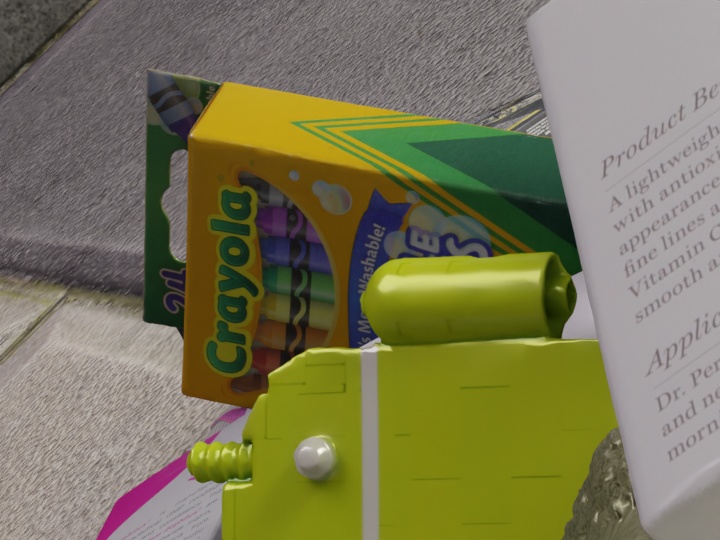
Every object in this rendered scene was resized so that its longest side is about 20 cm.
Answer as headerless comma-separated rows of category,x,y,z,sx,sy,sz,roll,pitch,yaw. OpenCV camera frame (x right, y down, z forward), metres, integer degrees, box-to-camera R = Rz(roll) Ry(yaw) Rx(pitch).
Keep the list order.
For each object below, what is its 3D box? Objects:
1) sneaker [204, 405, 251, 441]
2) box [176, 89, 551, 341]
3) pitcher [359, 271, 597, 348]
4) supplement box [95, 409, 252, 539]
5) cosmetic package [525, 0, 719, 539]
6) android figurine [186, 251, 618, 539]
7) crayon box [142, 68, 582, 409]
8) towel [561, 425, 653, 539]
sneaker,-0.022,0.089,1.291,0.088,0.081,0.200,-47,9,-6
box,0.030,-0.027,1.321,0.161,0.049,0.200,-24,7,42
pitcher,0.063,0.077,1.052,0.200,0.121,0.172,-34,37,7
supplement box,-0.060,0.157,1.134,0.101,0.103,0.200,-34,18,30
cosmetic package,0.167,-0.008,0.783,0.165,0.165,0.200,-34,40,25
android figurine,0.032,0.086,0.984,0.199,0.183,0.041,-1,-6,23
crayon box,0.000,0.000,1.171,0.199,0.126,0.052,11,33,12
towel,0.060,0.151,0.805,0.148,0.036,0.201,-91,15,-68
